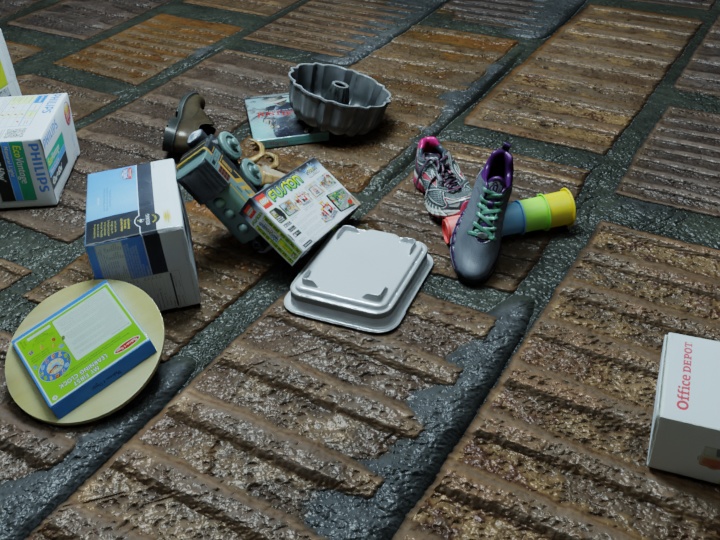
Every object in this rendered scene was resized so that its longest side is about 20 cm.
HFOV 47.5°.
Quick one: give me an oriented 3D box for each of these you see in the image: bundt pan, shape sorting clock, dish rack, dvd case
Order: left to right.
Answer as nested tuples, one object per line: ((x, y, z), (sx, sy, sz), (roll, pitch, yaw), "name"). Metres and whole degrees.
((-0.338, 0.098, 1.009), (0.197, 0.039, 0.202), (-5, 52, 6), "shape sorting clock")
((-0.147, -0.297, 1.594), (0.144, 0.022, 0.201), (-8, 35, -8), "dvd case")
((-0.045, -0.316, 1.543), (0.199, 0.076, 0.203), (11, 32, -7), "bundt pan")
((0.000, 0.000, 1.154), (0.170, 0.044, 0.200), (12, 37, 20), "dish rack")

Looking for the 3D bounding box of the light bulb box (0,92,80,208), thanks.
((-0.610, -0.207, 1.407), (0.197, 0.126, 0.199), (-3, 35, -3), "light bulb box")

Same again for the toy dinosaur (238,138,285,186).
((-0.169, -0.164, 1.397), (0.198, 0.061, 0.107), (5, 60, 19), "toy dinosaur")

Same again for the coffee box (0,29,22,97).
((-0.784, -0.336, 1.532), (0.198, 0.202, 0.198), (14, 38, 22), "coffee box")

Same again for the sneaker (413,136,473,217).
((0.130, -0.146, 1.314), (0.080, 0.075, 0.200), (-13, 34, -14), "sneaker")

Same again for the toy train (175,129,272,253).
((-0.189, -0.114, 1.211), (0.085, 0.200, 0.115), (-26, 30, 24), "toy train")

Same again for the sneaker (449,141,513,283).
((0.174, -0.084, 1.163), (0.074, 0.088, 0.202), (13, 66, 7), "sneaker")

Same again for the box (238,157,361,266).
((-0.084, -0.093, 1.219), (0.110, 0.035, 0.200), (44, 34, 1), "box")

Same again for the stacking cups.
((0.222, -0.080, 1.234), (0.197, 0.061, 0.061), (-10, 36, -10), "stacking cups")

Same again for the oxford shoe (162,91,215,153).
((-0.312, -0.272, 1.543), (0.083, 0.073, 0.201), (12, 38, -7), "oxford shoe")

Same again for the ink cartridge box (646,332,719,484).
((0.417, 0.157, 0.873), (0.198, 0.084, 0.145), (11, 37, 18), "ink cartridge box")

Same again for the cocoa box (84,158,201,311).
((-0.309, -0.047, 1.157), (0.130, 0.135, 0.201), (-12, 37, -9), "cocoa box")
